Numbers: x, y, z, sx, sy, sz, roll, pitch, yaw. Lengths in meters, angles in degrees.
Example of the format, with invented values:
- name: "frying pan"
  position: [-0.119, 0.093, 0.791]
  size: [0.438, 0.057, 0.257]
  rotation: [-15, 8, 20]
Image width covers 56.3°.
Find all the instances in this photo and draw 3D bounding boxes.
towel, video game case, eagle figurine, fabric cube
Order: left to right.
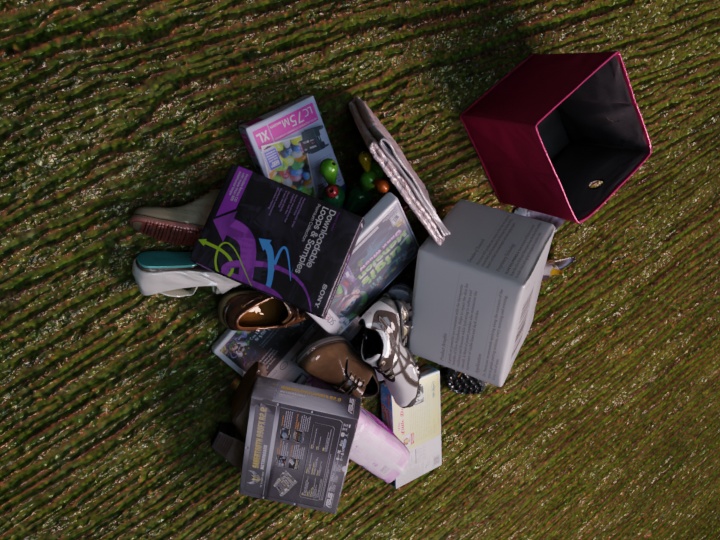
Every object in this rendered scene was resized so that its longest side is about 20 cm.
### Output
- name: "video game case"
  position: [-0.112, 0.104, 1.090]
  size: [0.200, 0.023, 0.182]
  rotation: [-48, 121, -8]
- name: "video game case"
  position: [0.000, 0.000, 1.001]
  size: [0.200, 0.023, 0.182]
  rotation: [-46, 154, -5]
- name: "towel"
  position: [0.059, -0.154, 1.016]
  size: [0.032, 0.192, 0.201]
  rotation: [-33, 121, 10]
- name: "eagle figurine"
  position: [0.311, -0.020, 1.246]
  size: [0.200, 0.150, 0.152]
  rotation: [-45, 170, -43]
- name: "fabric cube"
  position: [0.326, -0.228, 1.132]
  size: [0.196, 0.199, 0.201]
  rotation: [-41, 119, -13]

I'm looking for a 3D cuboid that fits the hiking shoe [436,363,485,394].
- name: "hiking shoe"
  position: [0.187, 0.158, 1.238]
  size: [0.201, 0.073, 0.088]
  rotation: [58, 36, -45]

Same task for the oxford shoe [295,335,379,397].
- name: "oxford shoe"
  position: [-0.025, 0.156, 1.048]
  size: [0.073, 0.085, 0.199]
  rotation: [-44, 145, 14]

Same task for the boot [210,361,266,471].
- name: "boot"
  position: [-0.142, 0.246, 1.066]
  size: [0.145, 0.071, 0.201]
  rotation: [24, 116, -16]

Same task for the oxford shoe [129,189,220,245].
- name: "oxford shoe"
  position: [-0.226, -0.077, 0.960]
  size: [0.197, 0.071, 0.075]
  rotation: [5, 74, -27]

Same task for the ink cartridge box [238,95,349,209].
- name: "ink cartridge box"
  position: [-0.091, -0.146, 1.019]
  size: [0.118, 0.042, 0.202]
  rotation: [-30, 119, -19]

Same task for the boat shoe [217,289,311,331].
- name: "boat shoe"
  position: [-0.113, 0.056, 1.020]
  size: [0.197, 0.067, 0.073]
  rotation: [-12, 110, -27]

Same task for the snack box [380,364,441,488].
- name: "snack box"
  position: [0.095, 0.287, 1.241]
  size: [0.115, 0.037, 0.203]
  rotation: [-15, 111, -33]

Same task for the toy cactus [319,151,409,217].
- name: "toy cactus"
  position: [-0.007, -0.086, 1.019]
  size: [0.166, 0.102, 0.199]
  rotation: [-53, 148, 7]

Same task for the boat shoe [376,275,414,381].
- name: "boat shoe"
  position: [0.047, 0.098, 1.146]
  size: [0.072, 0.068, 0.202]
  rotation: [16, 121, 6]

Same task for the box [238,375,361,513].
- name: "box"
  position: [-0.092, 0.262, 0.999]
  size: [0.156, 0.049, 0.203]
  rotation: [12, 120, 1]

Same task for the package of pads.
- name: "package of pads"
  position: [-0.013, 0.265, 1.120]
  size: [0.076, 0.120, 0.200]
  rotation: [-50, 128, -4]

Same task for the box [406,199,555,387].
- name: "box"
  position: [0.192, 0.030, 1.082]
  size: [0.200, 0.169, 0.202]
  rotation: [-48, 149, -49]

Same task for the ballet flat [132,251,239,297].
- name: "ballet flat"
  position: [-0.229, 0.005, 0.979]
  size: [0.197, 0.069, 0.071]
  rotation: [-3, 106, -24]

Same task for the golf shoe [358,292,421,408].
- name: "golf shoe"
  position: [0.038, 0.139, 1.065]
  size: [0.094, 0.077, 0.203]
  rotation: [-26, 115, -34]

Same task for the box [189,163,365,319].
- name: "box"
  position: [-0.110, -0.040, 0.900]
  size: [0.197, 0.036, 0.145]
  rotation: [22, 82, 6]
